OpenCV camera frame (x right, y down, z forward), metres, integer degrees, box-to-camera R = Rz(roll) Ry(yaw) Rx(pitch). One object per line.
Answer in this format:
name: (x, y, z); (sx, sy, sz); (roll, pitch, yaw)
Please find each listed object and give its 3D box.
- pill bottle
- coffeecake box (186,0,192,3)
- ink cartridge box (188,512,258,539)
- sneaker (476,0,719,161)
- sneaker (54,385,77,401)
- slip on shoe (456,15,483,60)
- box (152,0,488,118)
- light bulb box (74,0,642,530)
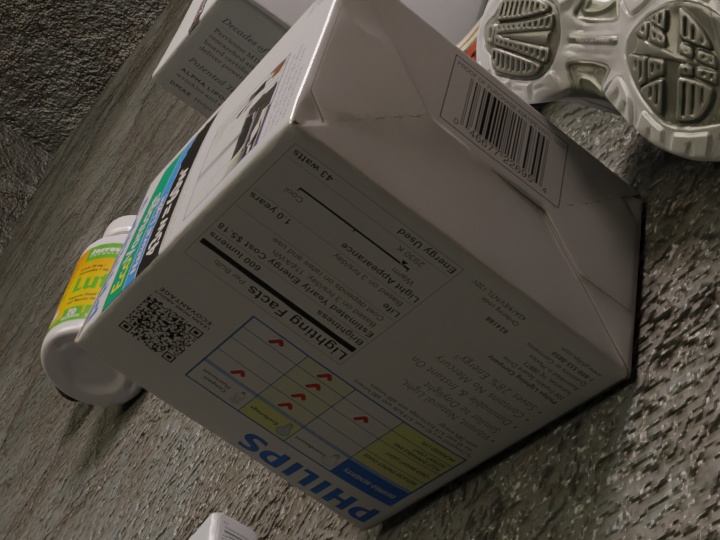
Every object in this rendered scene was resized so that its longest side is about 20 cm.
pill bottle: (-0.257, 0.035, 1.359); (0.111, 0.111, 0.201); (-43, 23, 35)
coffeecake box: (-0.134, -0.375, 1.571); (0.155, 0.199, 0.073); (-61, 19, -13)
ink cartridge box: (-0.134, 0.279, 0.774); (0.200, 0.043, 0.197); (-50, 21, 26)
sneaker: (0.152, -0.102, 0.614); (0.199, 0.099, 0.079); (30, 114, 48)
sneaker: (-0.293, 0.054, 1.482); (0.087, 0.073, 0.202); (-26, 35, 54)
slip on shoe: (0.092, -0.125, 0.837); (0.199, 0.074, 0.062); (-36, 62, 35)
box: (-0.023, -0.190, 0.998); (0.130, 0.199, 0.200); (-36, 28, 47)
light bulb box: (0.000, 0.000, 0.641); (0.200, 0.197, 0.126); (-38, 24, 41)
